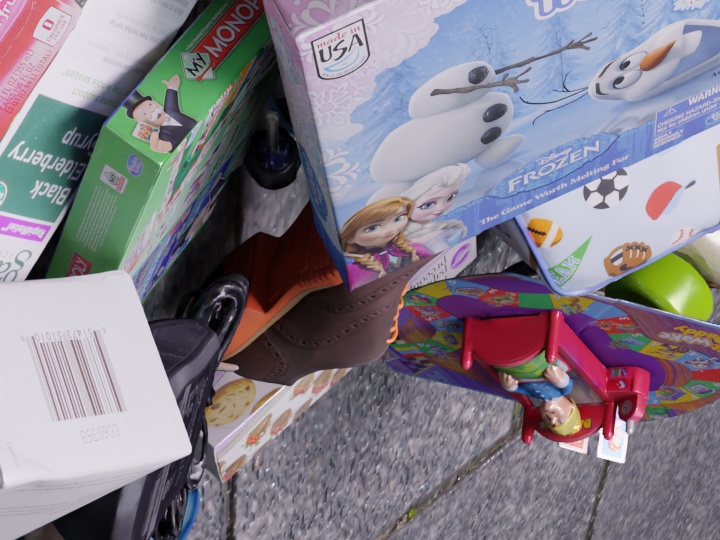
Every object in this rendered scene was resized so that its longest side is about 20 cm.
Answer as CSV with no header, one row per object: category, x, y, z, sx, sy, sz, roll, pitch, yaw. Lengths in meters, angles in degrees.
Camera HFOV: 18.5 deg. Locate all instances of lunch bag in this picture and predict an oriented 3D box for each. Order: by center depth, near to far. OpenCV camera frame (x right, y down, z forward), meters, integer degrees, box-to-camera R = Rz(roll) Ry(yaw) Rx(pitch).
lunch bag,0.137,-0.092,1.054,0.200,0.076,0.160,-33,126,-2

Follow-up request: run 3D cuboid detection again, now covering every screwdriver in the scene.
screwdriver,-0.035,-0.059,0.970,0.029,0.028,0.200,-42,179,-8

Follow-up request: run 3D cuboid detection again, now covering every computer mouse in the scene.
computer mouse,-0.101,0.072,0.962,0.200,0.053,0.139,-50,157,-81

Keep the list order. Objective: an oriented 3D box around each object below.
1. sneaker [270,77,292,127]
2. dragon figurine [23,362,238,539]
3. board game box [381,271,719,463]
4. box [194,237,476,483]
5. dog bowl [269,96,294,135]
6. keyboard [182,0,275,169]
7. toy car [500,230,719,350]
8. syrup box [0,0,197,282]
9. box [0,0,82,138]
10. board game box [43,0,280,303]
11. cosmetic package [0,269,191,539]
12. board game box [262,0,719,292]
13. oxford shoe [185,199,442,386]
sneaker,0.036,-0.110,0.948,0.200,0.077,0.078,-27,176,41
dragon figurine,-0.123,0.117,1.115,0.200,0.059,0.099,-54,154,6
board game box,0.103,0.060,1.170,0.158,0.199,0.039,131,-31,-61
box,-0.018,0.032,1.197,0.200,0.041,0.039,-40,152,-20
dog bowl,0.031,-0.095,1.100,0.112,0.050,0.200,-57,154,9
keyboard,-0.057,-0.115,0.985,0.056,0.011,0.200,-36,150,-29
toy car,0.141,-0.047,1.253,0.164,0.158,0.200,-48,-169,-24
syrup box,-0.131,-0.086,0.825,0.200,0.081,0.079,-58,153,9
box,-0.203,-0.043,0.748,0.200,0.095,0.103,-56,153,7
board game box,-0.081,-0.038,0.915,0.135,0.029,0.200,-53,177,-36
cosmetic package,-0.178,0.075,0.851,0.200,0.081,0.113,-26,168,30
board game box,0.067,-0.091,0.886,0.200,0.043,0.199,-25,151,-6
oxford shoe,0.000,0.000,1.055,0.200,0.072,0.071,-29,-143,45
